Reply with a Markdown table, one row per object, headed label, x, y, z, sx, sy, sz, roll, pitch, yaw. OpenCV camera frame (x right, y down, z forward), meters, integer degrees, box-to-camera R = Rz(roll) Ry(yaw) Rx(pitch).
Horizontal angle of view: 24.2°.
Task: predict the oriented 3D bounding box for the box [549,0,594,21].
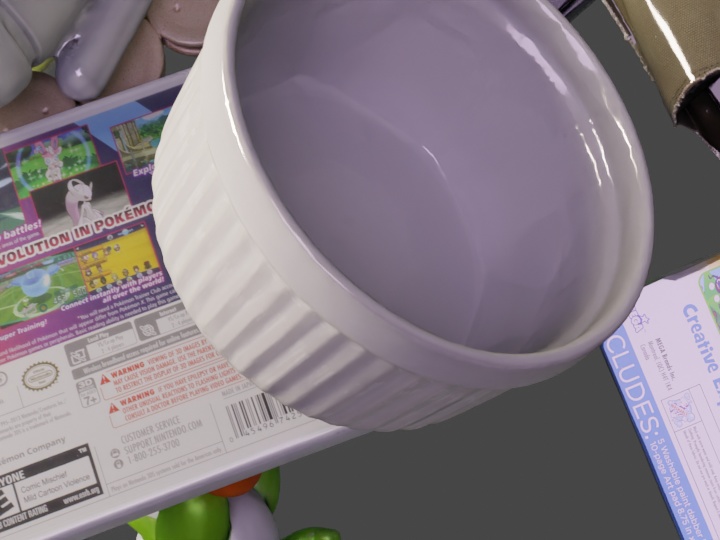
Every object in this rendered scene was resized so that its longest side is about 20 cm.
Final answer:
| label | x | y | z | sx | sy | sz | roll | pitch | yaw |
| --- | --- | --- | --- | --- | --- | --- | --- | --- | --- |
| box | 0.059 | -0.215 | 0.802 | 0.157 | 0.051 | 0.201 | -40 | 87 | 4 |

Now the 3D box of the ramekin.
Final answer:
| label | x | y | z | sx | sy | sz | roll | pitch | yaw |
| --- | --- | --- | --- | --- | --- | --- | --- | --- | --- |
| ramekin | 0.010 | -0.031 | 0.678 | 0.201 | 0.200 | 0.105 | 52 | 137 | 4 |

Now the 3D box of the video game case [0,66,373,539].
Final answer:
| label | x | y | z | sx | sy | sz | roll | pitch | yaw |
| --- | --- | --- | --- | --- | --- | --- | --- | --- | --- |
| video game case | -0.102 | 0.013 | 0.729 | 0.198 | 0.023 | 0.184 | -20 | 72 | -5 |

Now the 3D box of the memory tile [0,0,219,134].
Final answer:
| label | x | y | z | sx | sy | sz | roll | pitch | yaw |
| --- | --- | --- | --- | --- | --- | --- | --- | --- | --- |
| memory tile | -0.106 | -0.041 | 0.773 | 0.199 | 0.017 | 0.154 | -36 | 80 | -7 |

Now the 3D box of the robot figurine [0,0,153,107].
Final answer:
| label | x | y | z | sx | sy | sz | roll | pitch | yaw |
| --- | --- | --- | --- | --- | --- | --- | --- | --- | --- |
| robot figurine | -0.168 | -0.150 | 0.739 | 0.169 | 0.113 | 0.201 | 37 | 74 | -14 |

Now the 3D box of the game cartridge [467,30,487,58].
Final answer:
| label | x | y | z | sx | sy | sz | roll | pitch | yaw |
| --- | --- | --- | --- | --- | --- | --- | --- | --- | --- |
| game cartridge | -0.023 | -0.156 | 0.784 | 0.200 | 0.040 | 0.133 | 50 | 138 | 4 |

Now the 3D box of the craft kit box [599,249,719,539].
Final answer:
| label | x | y | z | sx | sy | sz | roll | pitch | yaw |
| --- | --- | --- | --- | --- | --- | --- | --- | --- | --- |
| craft kit box | 0.232 | 0.070 | 0.787 | 0.196 | 0.049 | 0.202 | -23 | 87 | 9 |

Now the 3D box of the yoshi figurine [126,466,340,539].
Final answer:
| label | x | y | z | sx | sy | sz | roll | pitch | yaw |
| --- | --- | --- | --- | --- | --- | --- | --- | --- | --- |
| yoshi figurine | -0.053 | 0.162 | 0.785 | 0.111 | 0.112 | 0.202 | 0 | 111 | -19 |

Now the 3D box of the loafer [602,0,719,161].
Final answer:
| label | x | y | z | sx | sy | sz | roll | pitch | yaw |
| --- | --- | --- | --- | --- | --- | --- | --- | --- | --- |
| loafer | 0.157 | -0.103 | 0.728 | 0.075 | 0.070 | 0.200 | -40 | 89 | 32 |
